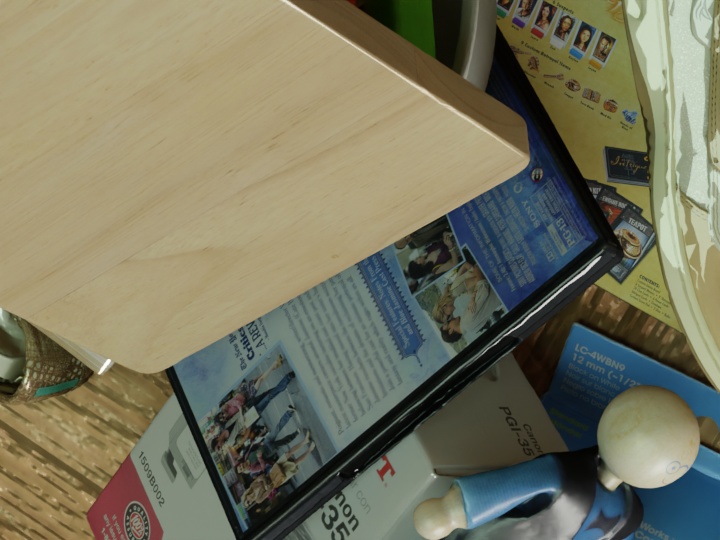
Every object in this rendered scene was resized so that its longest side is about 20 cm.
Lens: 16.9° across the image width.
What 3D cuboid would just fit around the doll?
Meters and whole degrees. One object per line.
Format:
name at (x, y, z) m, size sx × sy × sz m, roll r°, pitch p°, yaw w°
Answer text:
doll at (0.060, 0.119, 0.958) m, size 0.200 × 0.136 × 0.049 m, roll -50°, pitch 52°, yaw 18°

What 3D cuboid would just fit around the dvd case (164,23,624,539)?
dvd case at (0.000, 0.000, 0.965) m, size 0.200 × 0.018 × 0.143 m, roll -41°, pitch 55°, yaw 21°

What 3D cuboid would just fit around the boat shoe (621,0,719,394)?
boat shoe at (0.148, -0.043, 0.910) m, size 0.066 × 0.074 × 0.201 m, roll -5°, pitch 108°, yaw 32°

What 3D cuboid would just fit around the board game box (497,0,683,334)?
board game box at (0.128, -0.051, 0.979) m, size 0.200 × 0.035 × 0.136 m, roll 30°, pitch 120°, yaw 11°

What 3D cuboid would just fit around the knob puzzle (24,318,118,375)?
knob puzzle at (-0.168, -0.063, 1.004) m, size 0.220 × 0.220 × 0.030 m, roll 44°, pitch 108°, yaw 2°

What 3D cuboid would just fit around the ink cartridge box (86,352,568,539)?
ink cartridge box at (-0.019, 0.096, 1.044) m, size 0.200 × 0.083 × 0.147 m, roll -54°, pitch 49°, yaw 31°

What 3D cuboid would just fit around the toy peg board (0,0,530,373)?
toy peg board at (-0.080, -0.074, 0.868) m, size 0.200 × 0.098 × 0.199 m, roll -29°, pitch 140°, yaw 32°

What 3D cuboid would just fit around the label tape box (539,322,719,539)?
label tape box at (0.114, 0.144, 1.048) m, size 0.143 × 0.066 × 0.201 m, roll 26°, pitch 120°, yaw 13°

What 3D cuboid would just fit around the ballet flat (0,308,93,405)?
ballet flat at (-0.211, -0.007, 1.135) m, size 0.200 × 0.065 × 0.071 m, roll 34°, pitch 121°, yaw 9°

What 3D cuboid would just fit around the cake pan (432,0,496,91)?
cake pan at (-0.024, -0.093, 0.965) m, size 0.200 × 0.037 × 0.201 m, roll -8°, pitch 78°, yaw 39°
